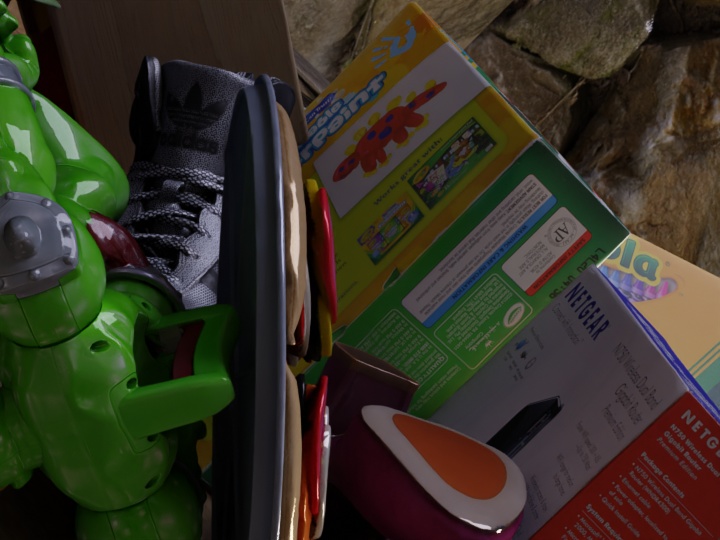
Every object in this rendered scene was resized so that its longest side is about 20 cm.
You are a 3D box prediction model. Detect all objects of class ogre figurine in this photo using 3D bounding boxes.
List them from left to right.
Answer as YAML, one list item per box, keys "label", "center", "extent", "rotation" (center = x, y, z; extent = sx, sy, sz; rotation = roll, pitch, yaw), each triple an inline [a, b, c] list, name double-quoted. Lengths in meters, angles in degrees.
- label: "ogre figurine"
  center: [-0.088, 0.020, 0.739]
  extent: [0.120, 0.097, 0.202]
  rotation: [-112, -158, -62]

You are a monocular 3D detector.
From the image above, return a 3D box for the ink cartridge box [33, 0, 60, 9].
- label: "ink cartridge box"
  center: [-0.222, -0.160, 0.967]
  extent: [0.200, 0.059, 0.104]
  rotation: [49, 16, 24]

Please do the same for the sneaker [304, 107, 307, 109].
- label: "sneaker"
  center: [-0.091, -0.068, 1.251]
  extent: [0.088, 0.082, 0.199]
  rotation: [41, 24, 26]

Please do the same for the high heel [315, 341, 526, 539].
- label: "high heel"
  center: [0.004, 0.094, 0.844]
  extent: [0.067, 0.097, 0.200]
  rotation: [23, 6, -12]

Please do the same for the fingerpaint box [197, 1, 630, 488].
- label: "fingerpaint box"
  center: [0.000, 0.000, 1.041]
  extent: [0.073, 0.200, 0.167]
  rotation: [42, 6, -31]

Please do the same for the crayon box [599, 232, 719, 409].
- label: "crayon box"
  center: [0.087, 0.030, 1.161]
  extent: [0.199, 0.120, 0.058]
  rotation: [26, -29, -10]

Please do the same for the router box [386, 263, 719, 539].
- label: "router box"
  center: [0.055, 0.095, 0.889]
  extent: [0.049, 0.179, 0.200]
  rotation: [45, 5, -12]

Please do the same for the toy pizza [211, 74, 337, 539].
- label: "toy pizza"
  center: [-0.028, 0.036, 0.783]
  extent: [0.031, 0.202, 0.200]
  rotation: [2, 15, -7]

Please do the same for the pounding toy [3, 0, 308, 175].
- label: "pounding toy"
  center: [-0.128, -0.139, 1.083]
  extent: [0.200, 0.141, 0.185]
  rotation: [-121, -164, -49]

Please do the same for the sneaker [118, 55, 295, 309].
- label: "sneaker"
  center: [-0.075, -0.022, 0.919]
  extent: [0.075, 0.115, 0.200]
  rotation: [11, 16, 8]
